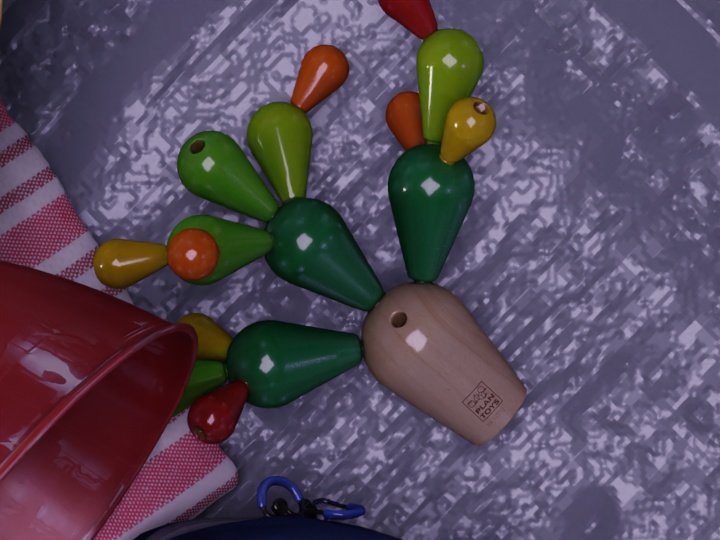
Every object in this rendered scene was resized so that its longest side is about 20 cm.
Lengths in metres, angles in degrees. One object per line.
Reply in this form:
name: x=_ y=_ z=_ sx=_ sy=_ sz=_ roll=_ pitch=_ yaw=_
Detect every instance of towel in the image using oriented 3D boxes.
towel: x=-0.157 y=0.041 z=0.819 sx=0.146 sy=0.030 sz=0.201 roll=-32 pitch=88 yaw=-16

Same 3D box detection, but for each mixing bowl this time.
mixing bowl: x=-0.157 y=0.067 z=0.707 sx=0.108 sy=0.200 sz=0.201 roll=38 pitch=91 yaw=8

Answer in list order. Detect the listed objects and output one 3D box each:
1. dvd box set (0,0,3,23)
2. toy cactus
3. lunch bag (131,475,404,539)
dvd box set: x=-0.203 y=-0.061 z=0.739 sx=0.145 sy=0.029 sz=0.201 roll=5 pitch=115 yaw=-14
toy cactus: x=0.000 y=0.000 z=0.799 sx=0.165 sy=0.102 sz=0.200 roll=42 pitch=78 yaw=-9
lunch bag: x=-0.030 y=0.178 z=0.768 sx=0.135 sy=0.132 sz=0.201 roll=6 pitch=84 yaw=-21
